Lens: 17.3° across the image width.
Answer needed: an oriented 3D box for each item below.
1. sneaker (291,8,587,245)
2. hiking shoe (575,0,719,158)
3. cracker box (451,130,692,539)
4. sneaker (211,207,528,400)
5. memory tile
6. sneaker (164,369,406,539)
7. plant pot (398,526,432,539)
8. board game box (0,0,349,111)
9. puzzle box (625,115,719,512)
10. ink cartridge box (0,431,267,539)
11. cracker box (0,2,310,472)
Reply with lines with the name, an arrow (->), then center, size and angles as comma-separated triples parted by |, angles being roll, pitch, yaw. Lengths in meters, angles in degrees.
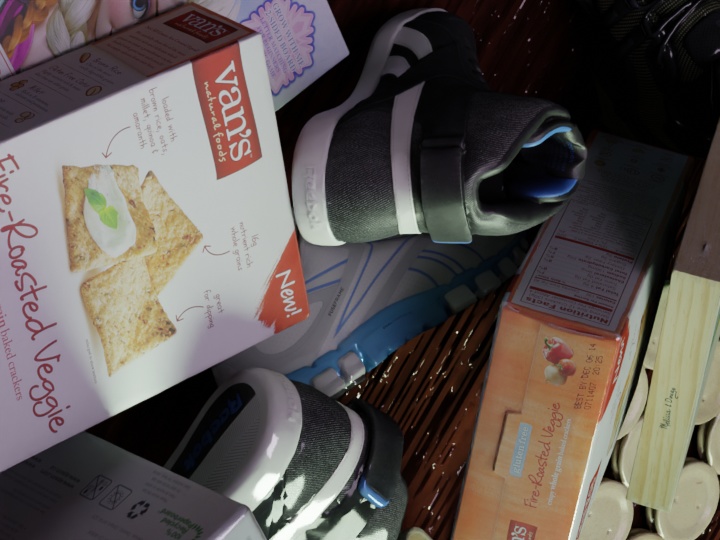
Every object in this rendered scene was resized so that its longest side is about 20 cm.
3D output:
sneaker -> 0.051, -0.060, 1.047 | 0.200, 0.111, 0.074 | -56, 144, -59
hiking shoe -> 0.148, -0.139, 1.158 | 0.076, 0.100, 0.201 | -40, 126, -22
cracker box -> 0.102, 0.037, 1.121 | 0.200, 0.057, 0.135 | -56, 159, -59
sneaker -> 0.000, 0.000, 1.114 | 0.199, 0.075, 0.087 | -31, 91, -41
memory tile -> 0.141, 0.117, 1.299 | 0.200, 0.017, 0.153 | -51, 129, -14
sneaker -> -0.054, 0.133, 1.046 | 0.111, 0.073, 0.200 | 22, 127, -33
plant pot -> -0.004, 0.240, 1.135 | 0.133, 0.201, 0.201 | -20, 125, 10
board game box -> -0.120, -0.117, 0.973 | 0.199, 0.041, 0.201 | -40, 127, -20
puzzle box -> 0.166, 0.010, 1.145 | 0.201, 0.025, 0.134 | 92, 17, -53
ink cartridge box -> -0.160, 0.143, 0.945 | 0.200, 0.199, 0.041 | -38, 119, -23
cracker box -> -0.122, -0.008, 0.948 | 0.199, 0.058, 0.135 | -27, 123, -28
